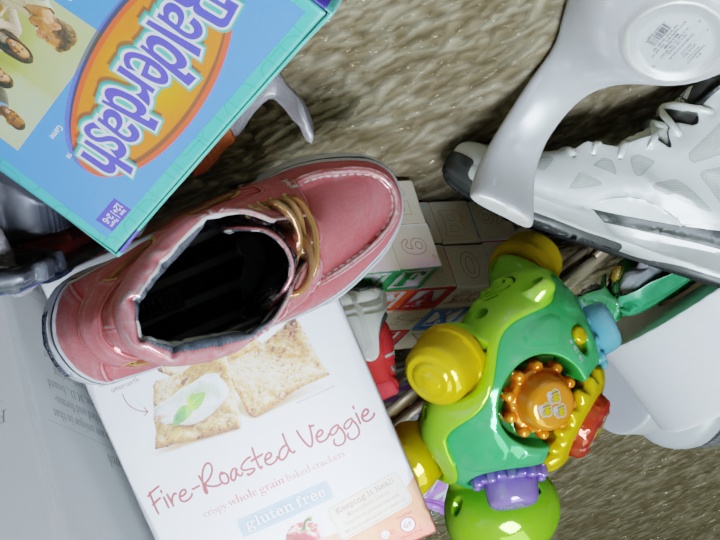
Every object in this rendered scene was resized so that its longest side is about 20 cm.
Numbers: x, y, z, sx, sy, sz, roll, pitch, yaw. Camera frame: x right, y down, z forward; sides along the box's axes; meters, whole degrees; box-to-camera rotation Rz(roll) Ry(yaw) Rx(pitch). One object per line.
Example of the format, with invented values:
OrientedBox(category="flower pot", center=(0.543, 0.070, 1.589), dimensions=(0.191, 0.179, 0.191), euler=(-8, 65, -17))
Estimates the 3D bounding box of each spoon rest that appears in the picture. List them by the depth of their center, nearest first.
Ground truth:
OrientedBox(category="spoon rest", center=(0.128, -0.105, 0.885), dimensions=(0.099, 0.061, 0.200), euler=(26, 132, -22))

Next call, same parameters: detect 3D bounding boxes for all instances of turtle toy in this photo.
OrientedBox(category="turtle toy", center=(0.082, 0.082, 0.981), dimensions=(0.146, 0.101, 0.200), euler=(-46, 159, -47))

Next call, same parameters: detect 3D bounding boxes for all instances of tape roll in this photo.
OrientedBox(category="tape roll", center=(0.254, 0.017, 1.128), dimensions=(0.202, 0.071, 0.202), euler=(-38, -178, 1))

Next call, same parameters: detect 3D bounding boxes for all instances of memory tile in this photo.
OrientedBox(category="memory tile", center=(0.103, 0.029, 1.129), dimensions=(0.200, 0.017, 0.153), euler=(-42, 174, 37))

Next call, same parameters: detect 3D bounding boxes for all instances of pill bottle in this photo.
OrientedBox(category="pill bottle", center=(0.269, 0.080, 1.345), dimensions=(0.200, 0.111, 0.111), euler=(-1, 152, -36))

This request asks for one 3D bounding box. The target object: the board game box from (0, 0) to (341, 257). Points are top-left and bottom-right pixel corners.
OrientedBox(category="board game box", center=(-0.118, -0.110, 0.558), dimensions=(0.200, 0.045, 0.152), euler=(37, 136, -12))

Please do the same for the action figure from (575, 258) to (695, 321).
OrientedBox(category="action figure", center=(0.211, -0.025, 1.068), dimensions=(0.200, 0.055, 0.118), euler=(-36, 173, -1))

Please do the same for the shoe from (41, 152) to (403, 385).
OrientedBox(category="shoe", center=(-0.041, -0.005, 0.787), dimensions=(0.200, 0.072, 0.091), euler=(-26, -172, -32))

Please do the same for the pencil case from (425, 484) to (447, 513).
OrientedBox(category="pencil case", center=(0.015, 0.143, 1.317), dimensions=(0.084, 0.086, 0.200), euler=(-33, 154, 35))

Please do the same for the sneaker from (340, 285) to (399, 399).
OrientedBox(category="sneaker", center=(-0.032, 0.084, 1.009), dimensions=(0.077, 0.085, 0.200), euler=(-7, 155, -22))

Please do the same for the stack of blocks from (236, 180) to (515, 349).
OrientedBox(category="stack of blocks", center=(0.000, 0.000, 1.028), dimensions=(0.200, 0.059, 0.115), euler=(-3, 154, -32))

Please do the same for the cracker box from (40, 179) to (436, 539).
OrientedBox(category="cracker box", center=(-0.061, 0.066, 0.891), dimensions=(0.134, 0.200, 0.058), euler=(-24, -172, -3))

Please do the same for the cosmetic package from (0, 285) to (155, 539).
OrientedBox(category="cosmetic package", center=(-0.209, 0.101, 0.921), dimensions=(0.165, 0.200, 0.165), euler=(-22, 157, 11))

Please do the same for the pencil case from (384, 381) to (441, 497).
OrientedBox(category="pencil case", center=(0.047, 0.118, 1.222), dimensions=(0.084, 0.086, 0.200), euler=(-31, 178, 43))

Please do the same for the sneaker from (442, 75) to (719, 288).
OrientedBox(category="sneaker", center=(0.152, -0.066, 0.992), dimensions=(0.200, 0.116, 0.076), euler=(17, -178, -8))

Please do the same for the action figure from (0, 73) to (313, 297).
OrientedBox(category="action figure", center=(-0.124, -0.059, 0.809), dimensions=(0.193, 0.105, 0.200), euler=(-18, -172, 15))
